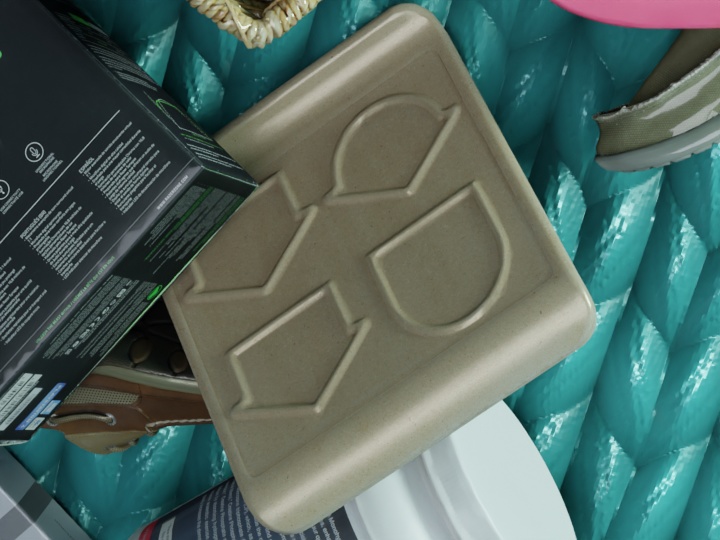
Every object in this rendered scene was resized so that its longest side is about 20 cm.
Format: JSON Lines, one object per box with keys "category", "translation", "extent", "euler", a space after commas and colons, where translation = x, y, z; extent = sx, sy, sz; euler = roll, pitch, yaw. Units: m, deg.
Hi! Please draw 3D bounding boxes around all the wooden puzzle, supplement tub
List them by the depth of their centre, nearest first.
{"category": "wooden puzzle", "translation": [0.000, 0.000, 1.099], "extent": [0.185, 0.046, 0.200], "euler": [-35, 58, 13]}
{"category": "supplement tub", "translation": [-0.008, 0.149, 1.142], "extent": [0.200, 0.140, 0.141], "euler": [-30, 100, 18]}

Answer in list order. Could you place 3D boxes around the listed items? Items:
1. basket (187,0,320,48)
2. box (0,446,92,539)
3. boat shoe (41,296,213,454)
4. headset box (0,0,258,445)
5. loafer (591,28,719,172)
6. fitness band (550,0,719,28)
{"category": "basket", "translation": [-0.059, -0.219, 1.030], "extent": [0.200, 0.149, 0.143], "euler": [43, 110, -4]}
{"category": "box", "translation": [-0.194, 0.199, 1.246], "extent": [0.156, 0.041, 0.200], "euler": [-40, 98, 19]}
{"category": "boat shoe", "translation": [-0.127, 0.051, 1.175], "extent": [0.199, 0.076, 0.074], "euler": [9, 126, 13]}
{"category": "headset box", "translation": [-0.183, -0.048, 1.095], "extent": [0.200, 0.093, 0.174], "euler": [43, 96, 12]}
{"category": "loafer", "translation": [0.183, -0.116, 1.064], "extent": [0.200, 0.075, 0.070], "euler": [-35, 93, 9]}
{"category": "fitness band", "translation": [0.149, -0.174, 0.988], "extent": [0.199, 0.037, 0.144], "euler": [-1, 110, -2]}
